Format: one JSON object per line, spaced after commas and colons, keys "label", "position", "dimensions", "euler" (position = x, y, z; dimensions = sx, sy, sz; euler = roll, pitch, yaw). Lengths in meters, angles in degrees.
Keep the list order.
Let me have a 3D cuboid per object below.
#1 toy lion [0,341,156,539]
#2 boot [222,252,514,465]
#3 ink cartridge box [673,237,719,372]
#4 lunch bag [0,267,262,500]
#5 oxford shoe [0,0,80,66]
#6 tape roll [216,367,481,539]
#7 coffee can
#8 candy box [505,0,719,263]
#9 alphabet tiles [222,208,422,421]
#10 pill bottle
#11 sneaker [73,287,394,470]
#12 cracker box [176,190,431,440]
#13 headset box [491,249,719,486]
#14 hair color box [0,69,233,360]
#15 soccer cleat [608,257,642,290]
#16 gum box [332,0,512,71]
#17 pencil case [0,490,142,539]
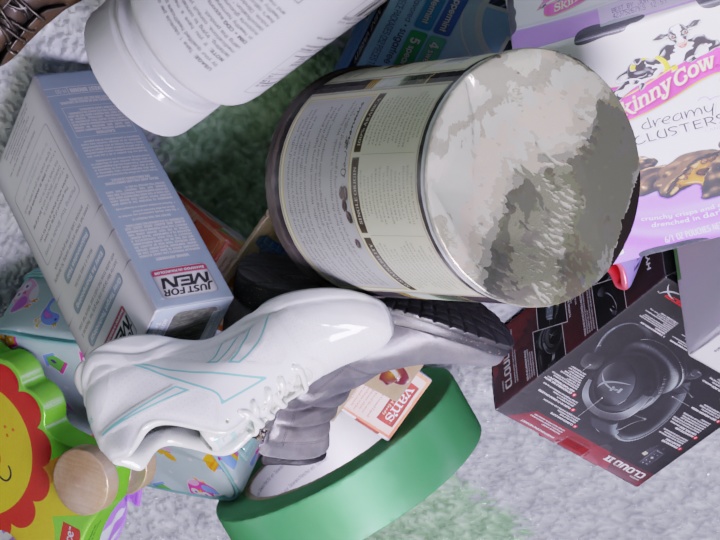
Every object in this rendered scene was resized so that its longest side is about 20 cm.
{"label": "toy lion", "position": [-0.246, 0.155, 1.627], "dimensions": [0.191, 0.069, 0.201], "euler": [22, 112, 23]}
{"label": "boot", "position": [-0.009, 0.067, 1.521], "dimensions": [0.199, 0.070, 0.132], "euler": [12, 114, -15]}
{"label": "ink cartridge box", "position": [0.316, 0.025, 1.605], "dimensions": [0.199, 0.146, 0.084], "euler": [29, 130, -28]}
{"label": "lunch bag", "position": [-0.156, 0.082, 1.665], "dimensions": [0.159, 0.077, 0.200], "euler": [3, 144, 34]}
{"label": "oxford shoe", "position": [-0.208, -0.168, 1.434], "dimensions": [0.199, 0.085, 0.073], "euler": [-31, 128, 25]}
{"label": "tape roll", "position": [-0.009, 0.143, 1.684], "dimensions": [0.200, 0.201, 0.048], "euler": [-27, 101, 24]}
{"label": "coffee can", "position": [0.051, -0.054, 1.383], "dimensions": [0.146, 0.147, 0.200], "euler": [27, 169, -26]}
{"label": "candy box", "position": [0.197, -0.109, 1.450], "dimensions": [0.167, 0.072, 0.201], "euler": [-15, 135, 13]}
{"label": "alphabet tiles", "position": [0.000, 0.000, 1.526], "dimensions": [0.166, 0.006, 0.201], "euler": [29, 102, -32]}
{"label": "pill bottle", "position": [-0.068, -0.172, 1.410], "dimensions": [0.199, 0.114, 0.113], "euler": [-34, 128, 29]}
{"label": "sneaker", "position": [-0.071, 0.071, 1.417], "dimensions": [0.199, 0.081, 0.071], "euler": [-17, 145, -3]}
{"label": "cracker box", "position": [-0.060, 0.028, 1.601], "dimensions": [0.200, 0.134, 0.058], "euler": [34, 92, -32]}
{"label": "headset box", "position": [0.201, 0.064, 1.693], "dimensions": [0.148, 0.078, 0.200], "euler": [28, 130, -27]}
{"label": "hair color box", "position": [-0.162, -0.023, 1.499], "dimensions": [0.060, 0.201, 0.099], "euler": [-8, 145, -34]}
{"label": "soccer cleat", "position": [0.101, -0.034, 1.578], "dimensions": [0.198, 0.074, 0.068], "euler": [7, 178, -12]}
{"label": "gum box", "position": [0.104, -0.149, 1.490], "dimensions": [0.199, 0.045, 0.170], "euler": [15, 134, -15]}
{"label": "pencil case", "position": [-0.268, 0.154, 1.712], "dimensions": [0.199, 0.086, 0.084], "euler": [25, 129, 15]}
